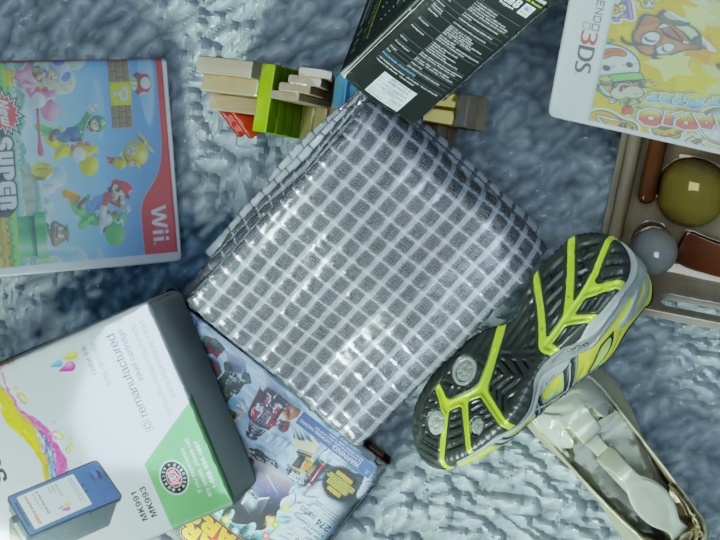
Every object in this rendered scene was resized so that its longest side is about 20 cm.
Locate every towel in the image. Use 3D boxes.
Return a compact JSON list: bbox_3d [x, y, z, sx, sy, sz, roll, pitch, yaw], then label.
[{"bbox_3d":[0.000,0.000,1.040,0.165,0.086,0.200,38,105,-17],"label":"towel"}]

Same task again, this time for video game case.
[{"bbox_3d":[0.221,-0.136,0.946,0.199,0.182,0.023,13,55,8],"label":"video game case"},{"bbox_3d":[-0.219,-0.070,1.068,0.199,0.017,0.144,-6,93,-31],"label":"video game case"}]

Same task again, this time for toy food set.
[{"bbox_3d":[0.242,-0.061,1.052,0.142,0.060,0.201,11,108,4],"label":"toy food set"}]

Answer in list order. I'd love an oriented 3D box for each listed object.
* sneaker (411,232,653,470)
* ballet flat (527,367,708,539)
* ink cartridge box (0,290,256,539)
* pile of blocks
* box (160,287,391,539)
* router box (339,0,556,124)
[{"bbox_3d":[0.117,0.065,1.039,0.200,0.076,0.076,-44,51,19],"label":"sneaker"},{"bbox_3d":[0.167,0.120,1.079,0.069,0.069,0.200,-41,89,5],"label":"ballet flat"},{"bbox_3d":[-0.192,0.119,1.057,0.199,0.088,0.146,-22,92,9],"label":"ink cartridge box"},{"bbox_3d":[-0.015,-0.101,1.074,0.199,0.082,0.063,8,93,3],"label":"pile of blocks"},{"bbox_3d":[-0.097,0.126,1.112,0.200,0.040,0.137,37,96,2],"label":"box"},{"bbox_3d":[0.074,-0.208,0.982,0.062,0.150,0.201,32,50,-17],"label":"router box"}]
